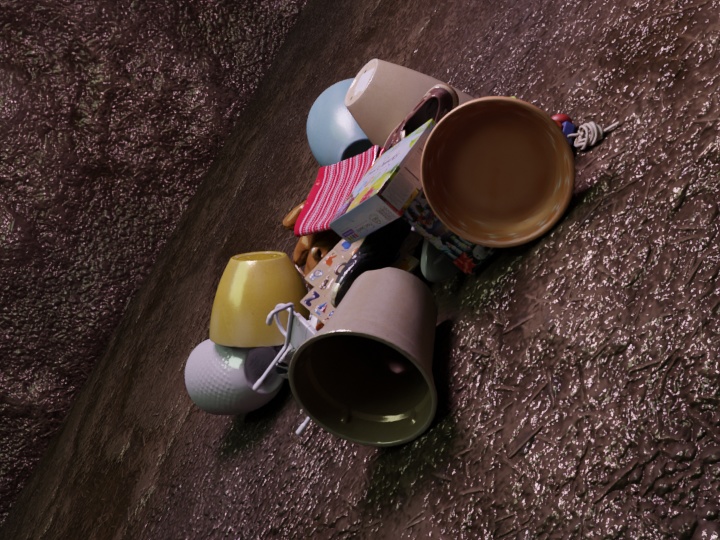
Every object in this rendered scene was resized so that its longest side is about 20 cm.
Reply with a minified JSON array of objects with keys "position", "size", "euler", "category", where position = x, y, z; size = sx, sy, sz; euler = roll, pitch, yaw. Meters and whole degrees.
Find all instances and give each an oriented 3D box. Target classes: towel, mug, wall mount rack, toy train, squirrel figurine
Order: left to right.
[{"position":[-0.204,0.176,1.720],"size":[0.199,0.149,0.175],"euler":[-36,12,-35],"category":"mug"},{"position":[-0.101,0.155,1.485],"size":[0.200,0.074,0.175],"euler":[41,137,30],"category":"wall mount rack"},{"position":[-0.039,-0.130,1.553],"size":[0.199,0.022,0.146],"euler":[-11,53,59],"category":"towel"},{"position":[-0.040,-0.061,1.637],"size":[0.200,0.141,0.187],"euler":[-41,19,22],"category":"squirrel figurine"},{"position":[0.237,-0.194,1.248],"size":[0.199,0.115,0.085],"euler":[-27,38,54],"category":"toy train"}]

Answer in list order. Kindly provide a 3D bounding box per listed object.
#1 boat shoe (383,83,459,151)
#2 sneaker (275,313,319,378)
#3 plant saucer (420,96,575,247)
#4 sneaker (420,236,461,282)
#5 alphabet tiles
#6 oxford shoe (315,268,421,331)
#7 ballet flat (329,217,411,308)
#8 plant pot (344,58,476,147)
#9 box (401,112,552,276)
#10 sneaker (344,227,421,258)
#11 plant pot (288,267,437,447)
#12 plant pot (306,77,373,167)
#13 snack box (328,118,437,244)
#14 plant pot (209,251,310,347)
[{"position":[0.080,-0.206,1.471],"size":[0.200,0.072,0.072],"euler":[-50,-4,33],"category":"boat shoe"},{"position":[-0.066,0.095,1.584],"size":[0.199,0.079,0.130],"euler":[-46,23,30],"category":"sneaker"},{"position":[0.177,-0.128,1.196],"size":[0.200,0.200,0.038],"euler":[-46,7,29],"category":"plant saucer"},{"position":[0.126,-0.050,1.382],"size":[0.080,0.070,0.201],"euler":[-45,18,47],"category":"sneaker"},{"position":[0.000,0.000,1.434],"size":[0.200,0.006,0.166],"euler":[-46,41,-7],"category":"alphabet tiles"},{"position":[0.016,0.056,1.448],"size":[0.199,0.071,0.073],"euler":[-23,37,28],"category":"oxford shoe"},{"position":[0.012,-0.019,1.389],"size":[0.056,0.067,0.201],"euler":[13,55,38],"category":"ballet flat"},{"position":[0.078,-0.265,1.578],"size":[0.187,0.199,0.188],"euler":[-46,24,27],"category":"plant pot"},{"position":[0.165,-0.105,1.256],"size":[0.200,0.137,0.040],"euler":[-47,8,29],"category":"box"},{"position":[0.072,-0.046,1.503],"size":[0.199,0.085,0.073],"euler":[-34,8,6],"category":"sneaker"},{"position":[0.025,0.102,1.259],"size":[0.200,0.200,0.184],"euler":[-41,16,37],"category":"plant pot"},{"position":[0.003,-0.234,1.713],"size":[0.200,0.199,0.135],"euler":[-48,27,24],"category":"plant pot"},{"position":[0.041,-0.123,1.324],"size":[0.143,0.053,0.200],"euler":[-53,11,-21],"category":"snack box"},{"position":[-0.178,0.044,1.669],"size":[0.200,0.198,0.144],"euler":[-154,59,-69],"category":"plant pot"}]
